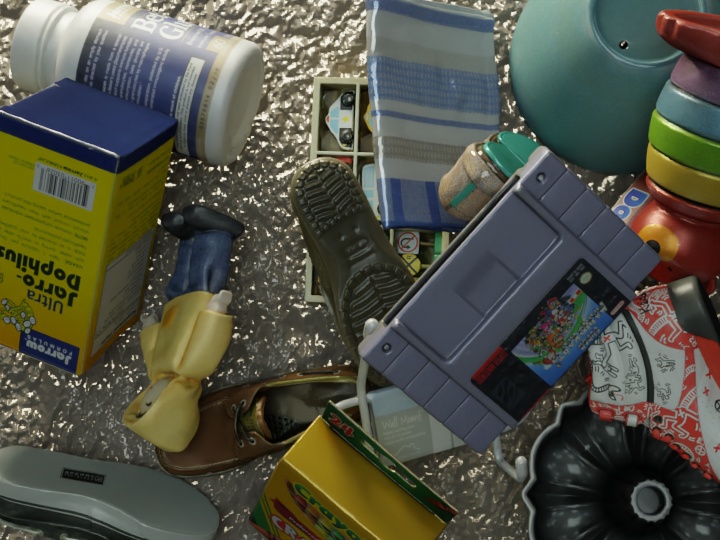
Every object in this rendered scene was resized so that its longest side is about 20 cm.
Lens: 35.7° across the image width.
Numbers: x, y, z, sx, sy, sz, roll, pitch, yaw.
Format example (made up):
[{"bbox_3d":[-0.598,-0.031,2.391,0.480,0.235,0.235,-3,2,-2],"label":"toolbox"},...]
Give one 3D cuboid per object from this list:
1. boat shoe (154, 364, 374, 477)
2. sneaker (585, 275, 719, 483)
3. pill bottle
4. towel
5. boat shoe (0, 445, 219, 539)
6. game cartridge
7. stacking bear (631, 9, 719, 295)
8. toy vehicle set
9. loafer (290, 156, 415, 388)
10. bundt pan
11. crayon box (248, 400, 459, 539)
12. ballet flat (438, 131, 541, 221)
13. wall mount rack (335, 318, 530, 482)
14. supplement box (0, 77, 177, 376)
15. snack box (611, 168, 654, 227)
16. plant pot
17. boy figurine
[{"bbox_3d":[-0.086,0.122,0.944,0.199,0.068,0.072,-22,82,2],"label":"boat shoe"},{"bbox_3d":[0.241,0.111,0.851,0.108,0.067,0.202,-21,96,22],"label":"sneaker"},{"bbox_3d":[-0.193,-0.169,0.967,0.199,0.111,0.112,17,85,6],"label":"pill bottle"},{"bbox_3d":[0.068,-0.132,0.942,0.146,0.024,0.201,1,83,-39],"label":"towel"},{"bbox_3d":[-0.220,0.205,0.951,0.199,0.071,0.064,16,117,-2],"label":"boat shoe"},{"bbox_3d":[0.111,0.026,0.815,0.130,0.038,0.200,40,96,-12],"label":"game cartridge"},{"bbox_3d":[0.261,-0.080,0.838,0.121,0.114,0.201,29,118,31],"label":"stacking bear"},{"bbox_3d":[0.018,-0.068,0.980,0.124,0.027,0.201,1,83,4],"label":"toy vehicle set"},{"bbox_3d":[0.000,0.000,0.929,0.076,0.067,0.201,-21,97,-5],"label":"loafer"},{"bbox_3d":[0.228,0.185,0.903,0.201,0.076,0.203,-1,80,3],"label":"bundt pan"},{"bbox_3d":[-0.012,0.190,0.864,0.127,0.200,0.051,39,59,9],"label":"crayon box"},{"bbox_3d":[0.108,-0.073,0.902,0.067,0.200,0.068,-45,77,21],"label":"ballet flat"},{"bbox_3d":[0.063,0.100,0.892,0.199,0.075,0.175,-13,107,-17],"label":"wall mount rack"},{"bbox_3d":[-0.236,-0.037,0.913,0.109,0.109,0.201,20,116,7],"label":"supplement box"},{"bbox_3d":[0.205,-0.009,0.911,0.024,0.072,0.200,29,68,38],"label":"snack box"},{"bbox_3d":[0.226,-0.191,0.925,0.199,0.135,0.201,-1,83,5],"label":"plant pot"},{"bbox_3d":[-0.154,0.051,0.942,0.124,0.064,0.201,-8,65,48],"label":"boy figurine"}]
